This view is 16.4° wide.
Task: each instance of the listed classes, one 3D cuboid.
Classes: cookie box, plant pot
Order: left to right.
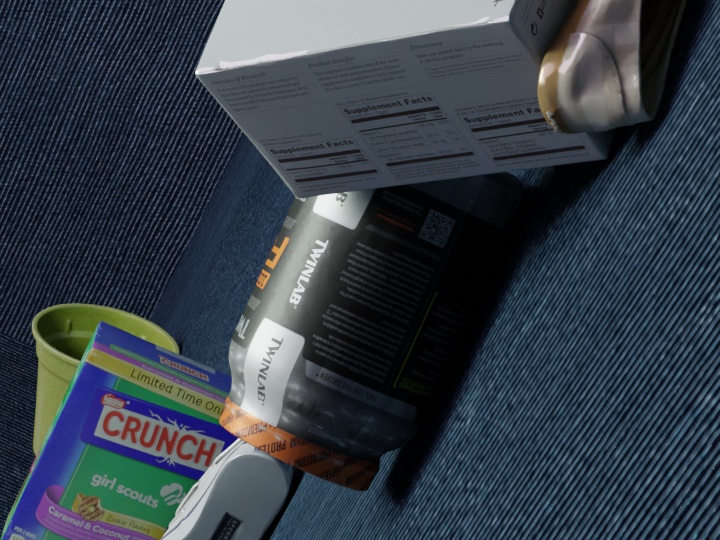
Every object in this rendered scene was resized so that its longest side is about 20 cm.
[{"bbox_3d":[-0.359,0.171,3.345,0.201,0.199,0.185,-84,8,-68],"label":"plant pot"},{"bbox_3d":[-0.188,0.170,2.103,0.075,0.170,0.201,-99,34,-72],"label":"cookie box"}]

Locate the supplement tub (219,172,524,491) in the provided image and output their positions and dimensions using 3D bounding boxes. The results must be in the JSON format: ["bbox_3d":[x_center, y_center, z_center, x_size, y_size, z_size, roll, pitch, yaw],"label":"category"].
[{"bbox_3d":[0.002,0.016,1.427,0.123,0.122,0.201,-151,85,-83],"label":"supplement tub"}]

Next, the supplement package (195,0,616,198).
[{"bbox_3d":[0.040,-0.141,1.317,0.199,0.111,0.156,-6,50,35],"label":"supplement package"}]

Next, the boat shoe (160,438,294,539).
[{"bbox_3d":[-0.104,0.194,1.867,0.200,0.073,0.065,-50,10,30],"label":"boat shoe"}]

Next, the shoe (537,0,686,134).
[{"bbox_3d":[0.146,-0.153,1.235,0.053,0.070,0.201,0,60,41],"label":"shoe"}]
